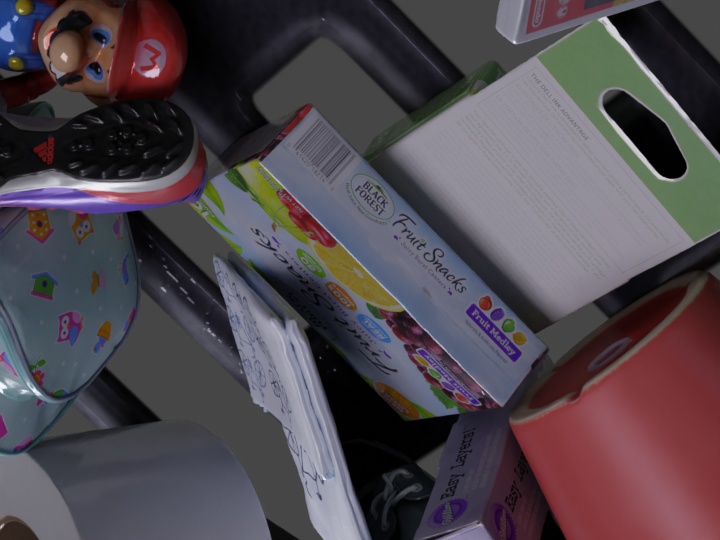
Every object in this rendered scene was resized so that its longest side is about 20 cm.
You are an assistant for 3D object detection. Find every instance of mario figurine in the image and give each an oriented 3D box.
[{"bbox_3d":[-0.195,-0.142,1.320,0.199,0.106,0.124,16,146,19],"label":"mario figurine"}]

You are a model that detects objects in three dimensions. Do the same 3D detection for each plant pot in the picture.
[{"bbox_3d":[0.190,0.111,1.284,0.200,0.200,0.178,-34,96,39],"label":"plant pot"}]

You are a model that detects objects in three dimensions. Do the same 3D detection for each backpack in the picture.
[{"bbox_3d":[-0.225,0.011,1.404,0.153,0.176,0.200,13,132,21],"label":"backpack"}]

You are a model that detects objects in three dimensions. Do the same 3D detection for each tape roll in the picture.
[{"bbox_3d":[-0.164,0.203,1.479,0.202,0.139,0.203,11,103,52],"label":"tape roll"}]

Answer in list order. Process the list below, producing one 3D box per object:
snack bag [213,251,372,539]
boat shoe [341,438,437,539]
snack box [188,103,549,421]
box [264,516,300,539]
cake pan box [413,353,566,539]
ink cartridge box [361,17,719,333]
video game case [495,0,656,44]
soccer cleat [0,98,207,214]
[{"bbox_3d":[-0.037,0.097,1.377,0.021,0.189,0.201,-21,107,-10],"label":"snack bag"},{"bbox_3d":[0.021,0.152,1.396,0.073,0.200,0.062,-39,106,-3],"label":"boat shoe"},{"bbox_3d":[0.000,0.000,1.333,0.200,0.053,0.142,46,161,-11],"label":"snack box"},{"bbox_3d":[-0.028,0.282,1.573,0.200,0.079,0.141,34,127,-1],"label":"box"},{"bbox_3d":[0.113,0.167,1.342,0.052,0.200,0.184,-25,110,27],"label":"cake pan box"},{"bbox_3d":[0.112,-0.055,1.281,0.200,0.048,0.146,-32,106,38],"label":"ink cartridge box"},{"bbox_3d":[0.155,-0.192,1.077,0.017,0.200,0.143,44,140,36],"label":"video game case"},{"bbox_3d":[-0.186,-0.058,1.305,0.199,0.068,0.073,-2,156,8],"label":"soccer cleat"}]
